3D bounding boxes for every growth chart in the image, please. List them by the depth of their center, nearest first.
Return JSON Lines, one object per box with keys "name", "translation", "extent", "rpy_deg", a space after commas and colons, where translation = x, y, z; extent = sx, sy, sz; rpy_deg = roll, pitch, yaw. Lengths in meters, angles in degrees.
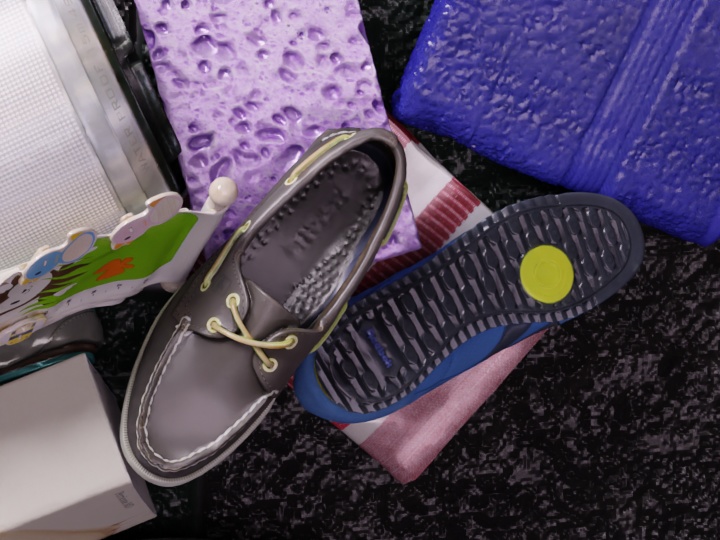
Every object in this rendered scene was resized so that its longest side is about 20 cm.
{"name": "growth chart", "translation": [-0.152, 0.016, 0.921], "extent": [0.198, 0.145, 0.018], "rpy_deg": [-25, 79, -16]}

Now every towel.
{"name": "towel", "translation": [0.128, -0.112, 1.033], "extent": [0.198, 0.050, 0.149], "rpy_deg": [20, 106, -15]}
{"name": "towel", "translation": [0.000, 0.000, 1.056], "extent": [0.200, 0.023, 0.144], "rpy_deg": [42, 95, -14]}

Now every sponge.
{"name": "sponge", "translation": [-0.045, -0.090, 1.004], "extent": [0.110, 0.030, 0.202], "rpy_deg": [-15, 104, -2]}

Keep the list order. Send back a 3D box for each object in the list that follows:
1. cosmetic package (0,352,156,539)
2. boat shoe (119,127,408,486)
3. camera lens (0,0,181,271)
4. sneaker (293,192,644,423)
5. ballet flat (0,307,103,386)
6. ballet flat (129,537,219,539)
{"name": "cosmetic package", "translation": [-0.211, 0.120, 0.995], "extent": [0.198, 0.104, 0.074], "rpy_deg": [-21, 74, -3]}
{"name": "boat shoe", "translation": [-0.047, 0.013, 0.951], "extent": [0.071, 0.061, 0.202], "rpy_deg": [36, 77, -6]}
{"name": "camera lens", "translation": [-0.195, -0.060, 0.937], "extent": [0.198, 0.160, 0.161], "rpy_deg": [-26, 105, -3]}
{"name": "sneaker", "translation": [0.053, 0.017, 1.030], "extent": [0.199, 0.078, 0.066], "rpy_deg": [-27, 88, -15]}
{"name": "ballet flat", "translation": [-0.230, 0.053, 1.014], "extent": [0.198, 0.067, 0.064], "rpy_deg": [-23, 79, -5]}
{"name": "ballet flat", "translation": [-0.069, 0.177, 1.055], "extent": [0.198, 0.067, 0.057], "rpy_deg": [9, 65, -14]}
